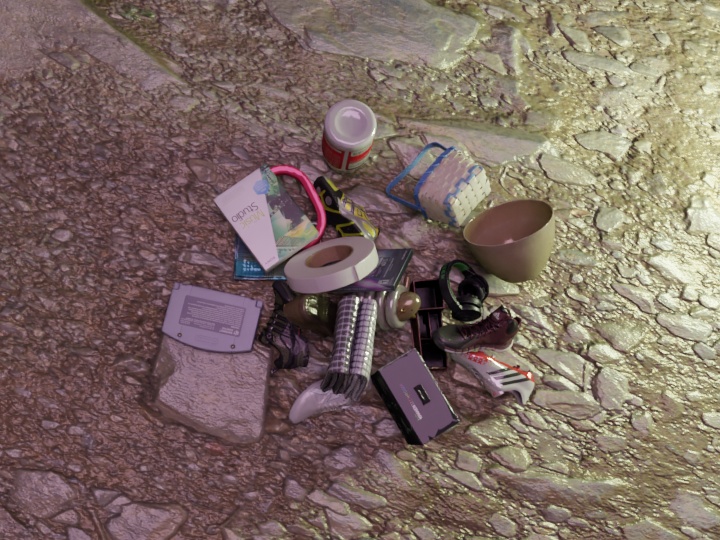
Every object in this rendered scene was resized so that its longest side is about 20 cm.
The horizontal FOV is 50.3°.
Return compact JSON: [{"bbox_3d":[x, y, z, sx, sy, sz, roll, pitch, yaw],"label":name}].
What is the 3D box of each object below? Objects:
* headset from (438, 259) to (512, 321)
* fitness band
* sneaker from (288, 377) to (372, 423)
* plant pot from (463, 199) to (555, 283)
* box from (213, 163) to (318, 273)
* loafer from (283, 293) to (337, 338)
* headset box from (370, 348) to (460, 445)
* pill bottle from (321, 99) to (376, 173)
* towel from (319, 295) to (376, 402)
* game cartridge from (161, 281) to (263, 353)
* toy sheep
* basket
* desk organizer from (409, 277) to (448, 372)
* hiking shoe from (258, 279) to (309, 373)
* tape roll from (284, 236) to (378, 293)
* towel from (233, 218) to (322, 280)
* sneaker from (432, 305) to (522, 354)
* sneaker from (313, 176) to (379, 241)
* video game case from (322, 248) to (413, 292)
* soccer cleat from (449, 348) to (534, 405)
[{"bbox_3d":[0.253,0.061,1.688,0.200,0.094,0.124,49,43,-22],"label":"headset"},{"bbox_3d":[-0.160,-0.139,1.714,0.144,0.037,0.200,-26,81,-7],"label":"fitness band"},{"bbox_3d":[-0.064,0.267,1.632,0.200,0.070,0.080,-36,68,-11],"label":"sneaker"},{"bbox_3d":[0.343,-0.052,1.703,0.200,0.200,0.135,-28,117,-10],"label":"plant pot"},{"bbox_3d":[-0.205,-0.114,1.670,0.144,0.036,0.200,-37,83,-9],"label":"box"},{"bbox_3d":[-0.099,0.094,1.624,0.067,0.200,0.076,-2,68,21],"label":"loafer"},{"bbox_3d":[0.107,0.264,1.588,0.093,0.200,0.174,-29,81,-10],"label":"headset box"},{"bbox_3d":[-0.029,-0.288,1.700,0.112,0.200,0.112,1,77,-5],"label":"pill bottle"},{"bbox_3d":[-0.025,0.158,1.544,0.085,0.200,0.166,9,66,-4],"label":"towel"},{"bbox_3d":[-0.323,0.109,1.670,0.200,0.042,0.133,13,81,-2],"label":"game cartridge"},{"bbox_3d":[0.038,0.068,1.663,0.200,0.138,0.138,1,74,32],"label":"toy sheep"},{"bbox_3d":[0.177,-0.196,1.739,0.200,0.139,0.176,37,78,32],"label":"basket"},{"bbox_3d":[0.151,0.121,1.686,0.072,0.077,0.200,-4,78,-6],"label":"desk organizer"},{"bbox_3d":[-0.176,0.119,1.659,0.101,0.076,0.200,-13,80,-11],"label":"hiking shoe"},{"bbox_3d":[-0.062,-0.014,1.620,0.203,0.203,0.037,-20,112,-9],"label":"tape roll"},{"bbox_3d":[-0.184,-0.049,1.725,0.200,0.022,0.147,1,78,-5],"label":"towel"},{"bbox_3d":[0.255,0.115,1.626,0.200,0.116,0.076,1,46,-27],"label":"sneaker"},{"bbox_3d":[-0.037,-0.132,1.741,0.076,0.075,0.200,-24,73,-44],"label":"sneaker"},{"bbox_3d":[0.000,0.000,1.644,0.200,0.019,0.143,-1,33,23],"label":"video game case"},{"bbox_3d":[0.285,0.231,1.680,0.200,0.069,0.085,22,72,-5],"label":"soccer cleat"}]
